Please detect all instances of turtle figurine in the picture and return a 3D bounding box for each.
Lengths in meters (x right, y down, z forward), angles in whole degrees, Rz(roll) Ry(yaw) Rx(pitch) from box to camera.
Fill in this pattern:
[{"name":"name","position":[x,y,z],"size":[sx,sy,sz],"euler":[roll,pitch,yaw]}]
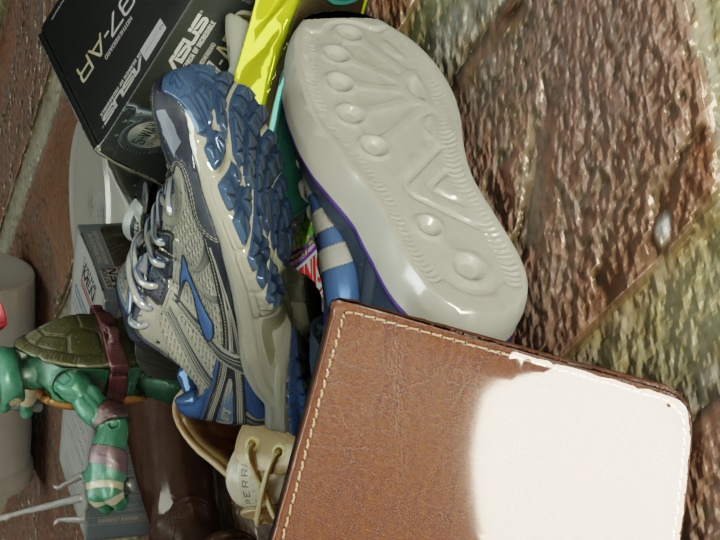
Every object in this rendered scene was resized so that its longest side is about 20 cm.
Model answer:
[{"name":"turtle figurine","position":[-0.146,0.071,1.160],"size":[0.150,0.199,0.101],"euler":[-123,35,-56]}]

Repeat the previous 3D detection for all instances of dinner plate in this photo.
[{"name":"dinner plate","position":[-0.196,-0.051,1.560],"size":[0.200,0.024,0.201],"euler":[177,90,-70]}]

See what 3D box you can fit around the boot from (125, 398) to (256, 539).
[{"name":"boot","position":[-0.108,0.129,1.284],"size":[0.187,0.064,0.201],"euler":[120,148,-53]}]

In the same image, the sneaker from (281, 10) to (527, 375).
[{"name":"sneaker","position":[0.000,0.000,0.912],"size":[0.201,0.080,0.147],"euler":[65,147,37]}]

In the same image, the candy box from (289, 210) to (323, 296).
[{"name":"candy box","position":[-0.018,-0.005,1.047],"size":[0.200,0.026,0.103],"euler":[-178,84,-71]}]

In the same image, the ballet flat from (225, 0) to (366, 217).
[{"name":"ballet flat","position":[-0.029,-0.126,0.970],"size":[0.067,0.067,0.201],"euler":[28,111,32]}]

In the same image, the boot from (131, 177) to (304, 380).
[{"name":"boot","position":[-0.081,-0.065,1.117],"size":[0.165,0.065,0.201],"euler":[-57,23,36]}]

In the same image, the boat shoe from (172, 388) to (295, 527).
[{"name":"boat shoe","position":[-0.035,0.098,1.020],"size":[0.200,0.069,0.074],"euler":[28,127,60]}]

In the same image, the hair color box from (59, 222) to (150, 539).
[{"name":"hair color box","position":[-0.167,0.077,1.435],"size":[0.099,0.060,0.201],"euler":[-121,33,-53]}]

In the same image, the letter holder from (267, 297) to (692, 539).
[{"name":"letter holder","position":[0.035,0.126,0.755],"size":[0.101,0.141,0.201],"euler":[43,-118,-84]}]

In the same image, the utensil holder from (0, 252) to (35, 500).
[{"name":"utensil holder","position":[-0.380,0.093,1.894],"size":[0.170,0.169,0.201],"euler":[-140,52,-64]}]

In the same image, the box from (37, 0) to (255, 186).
[{"name":"box","position":[-0.085,-0.165,1.065],"size":[0.200,0.043,0.160],"euler":[-55,31,15]}]

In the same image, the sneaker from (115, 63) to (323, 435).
[{"name":"sneaker","position":[-0.072,0.000,0.903],"size":[0.077,0.085,0.201],"euler":[-81,-17,-49]}]

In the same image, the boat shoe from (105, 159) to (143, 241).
[{"name":"boat shoe","position":[-0.111,-0.023,1.251],"size":[0.200,0.066,0.074],"euler":[-123,35,-55]}]
